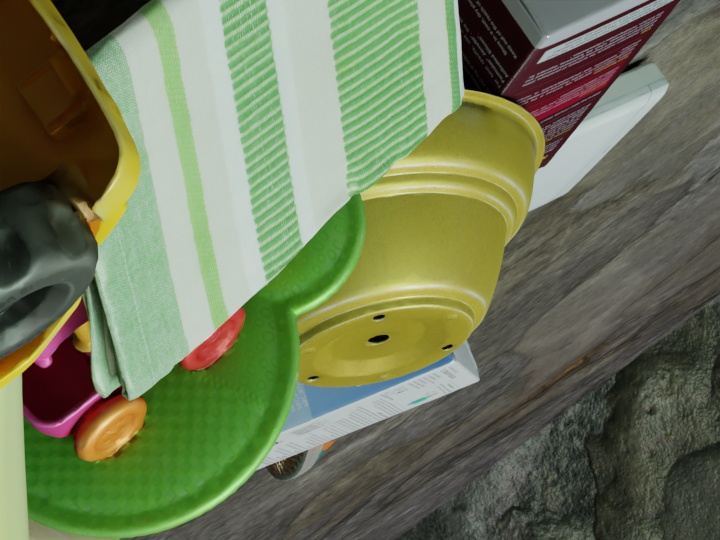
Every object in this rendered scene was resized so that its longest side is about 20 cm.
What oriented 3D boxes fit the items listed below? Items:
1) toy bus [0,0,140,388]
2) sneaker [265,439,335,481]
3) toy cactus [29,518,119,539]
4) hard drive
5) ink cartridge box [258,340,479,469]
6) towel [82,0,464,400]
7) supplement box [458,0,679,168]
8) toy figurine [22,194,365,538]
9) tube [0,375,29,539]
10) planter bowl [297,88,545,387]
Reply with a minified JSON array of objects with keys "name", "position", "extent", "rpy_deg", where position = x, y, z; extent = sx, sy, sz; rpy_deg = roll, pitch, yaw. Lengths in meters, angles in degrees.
[{"name":"toy bus","position":[-0.145,-0.001,0.663],"extent":[0.200,0.136,0.192],"rpy_deg":[-38,165,6]},{"name":"sneaker","position":[-0.019,0.080,1.549],"extent":[0.080,0.072,0.200],"rpy_deg":[-23,163,-29]},{"name":"toy cactus","position":[-0.181,0.119,0.951],"extent":[0.164,0.103,0.200],"rpy_deg":[7,-175,-30]},{"name":"hard drive","position":[0.091,-0.060,1.407],"extent":[0.199,0.027,0.132],"rpy_deg":[-24,164,-42]},{"name":"ink cartridge box","position":[-0.039,0.064,1.358],"extent":[0.199,0.077,0.136],"rpy_deg":[-24,170,5]},{"name":"towel","position":[-0.032,-0.062,0.796],"extent":[0.200,0.023,0.153],"rpy_deg":[-44,147,-31]},{"name":"supplement box","position":[0.074,-0.101,1.101],"extent":[0.109,0.061,0.200],"rpy_deg":[-26,165,-31]},{"name":"toy figurine","position":[-0.089,-0.011,0.871],"extent":[0.200,0.150,0.184],"rpy_deg":[-41,160,-10]},{"name":"tube","position":[-0.147,0.038,0.793],"extent":[0.058,0.052,0.201],"rpy_deg":[-12,131,-19]},{"name":"planter bowl","position":[0.000,0.000,1.063],"extent":[0.199,0.084,0.201],"rpy_deg":[-13,158,-5]}]
